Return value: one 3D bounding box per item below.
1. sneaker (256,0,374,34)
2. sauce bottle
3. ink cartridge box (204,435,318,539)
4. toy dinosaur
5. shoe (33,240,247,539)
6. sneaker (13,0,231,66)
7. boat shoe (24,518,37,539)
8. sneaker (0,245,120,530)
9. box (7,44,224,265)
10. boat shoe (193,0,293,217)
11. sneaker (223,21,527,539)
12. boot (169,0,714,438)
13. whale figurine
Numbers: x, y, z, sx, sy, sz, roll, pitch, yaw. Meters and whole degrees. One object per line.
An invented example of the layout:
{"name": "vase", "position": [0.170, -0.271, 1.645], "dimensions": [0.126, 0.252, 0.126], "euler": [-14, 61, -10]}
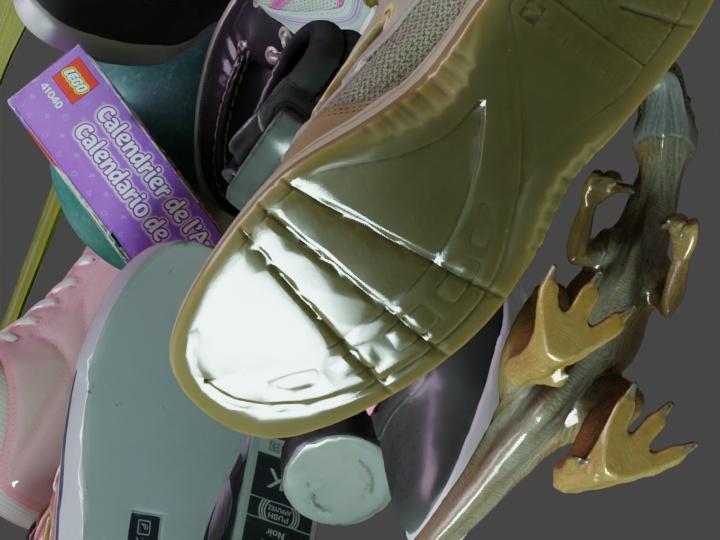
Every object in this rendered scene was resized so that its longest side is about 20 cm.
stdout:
{"name": "sneaker", "position": [0.013, -0.162, 1.061], "dimensions": [0.201, 0.088, 0.081], "euler": [-63, 0, 26]}
{"name": "sauce bottle", "position": [-0.009, 0.014, 1.006], "dimensions": [0.201, 0.064, 0.065], "euler": [-96, 29, -54]}
{"name": "ink cartridge box", "position": [-0.053, 0.138, 1.056], "dimensions": [0.099, 0.039, 0.201], "euler": [131, 153, -52]}
{"name": "toy dinosaur", "position": [0.054, 0.037, 0.783], "dimensions": [0.201, 0.060, 0.106], "euler": [-56, 6, 0]}
{"name": "shoe", "position": [-0.095, 0.090, 1.029], "dimensions": [0.091, 0.071, 0.202], "euler": [-15, 63, 59]}
{"name": "sneaker", "position": [-0.062, -0.152, 1.201], "dimensions": [0.071, 0.199, 0.099], "euler": [51, 132, 21]}
{"name": "boat shoe", "position": [-0.159, 0.168, 1.322], "dimensions": [0.200, 0.072, 0.072], "euler": [-104, 37, -64]}
{"name": "sneaker", "position": [-0.174, 0.041, 1.472], "dimensions": [0.075, 0.104, 0.201], "euler": [130, 155, -57]}
{"name": "box", "position": [-0.089, -0.024, 1.143], "dimensions": [0.039, 0.137, 0.200], "euler": [-38, 5, -4]}
{"name": "boat shoe", "position": [-0.011, -0.111, 1.156], "dimensions": [0.201, 0.074, 0.060], "euler": [-60, 12, 6]}
{"name": "sneaker", "position": [0.000, 0.000, 0.893], "dimensions": [0.071, 0.099, 0.201], "euler": [-53, 24, 43]}
{"name": "boot", "position": [0.017, -0.051, 0.813], "dimensions": [0.200, 0.072, 0.155], "euler": [-49, 17, 9]}
{"name": "whale figurine", "position": [-0.093, -0.084, 1.331], "dimensions": [0.159, 0.103, 0.201], "euler": [-55, 19, 33]}
